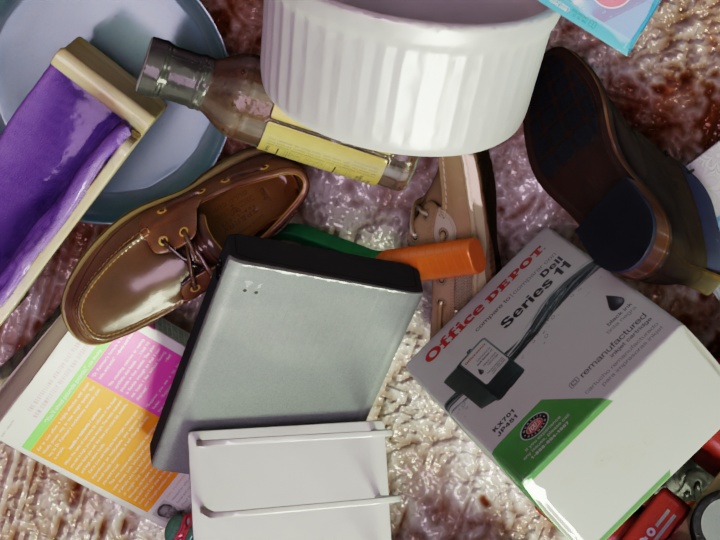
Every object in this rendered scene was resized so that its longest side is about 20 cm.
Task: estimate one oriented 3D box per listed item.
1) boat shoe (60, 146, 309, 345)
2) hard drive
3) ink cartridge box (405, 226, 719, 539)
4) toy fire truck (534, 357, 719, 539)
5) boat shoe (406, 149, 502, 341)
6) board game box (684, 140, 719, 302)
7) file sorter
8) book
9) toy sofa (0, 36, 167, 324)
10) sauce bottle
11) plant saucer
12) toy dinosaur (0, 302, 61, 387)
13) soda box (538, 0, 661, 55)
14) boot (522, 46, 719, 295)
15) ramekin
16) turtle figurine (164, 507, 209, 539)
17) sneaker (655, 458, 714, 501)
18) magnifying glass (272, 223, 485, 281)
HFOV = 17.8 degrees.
[{"bbox_3d":[-0.119,-0.019,1.585,0.200,0.067,0.072,-37,107,-17],"label":"boat shoe"},{"bbox_3d":[-0.054,0.069,1.596,0.139,0.033,0.201,10,129,-17],"label":"hard drive"},{"bbox_3d":[0.136,0.073,1.510,0.147,0.200,0.083,-45,119,-2],"label":"ink cartridge box"},{"bbox_3d":[0.185,0.126,1.555,0.200,0.129,0.176,38,81,11],"label":"toy fire truck"},{"bbox_3d":[0.062,-0.025,1.601,0.064,0.071,0.201,-5,107,10],"label":"boat shoe"},{"bbox_3d":[0.329,-0.029,1.543,0.200,0.043,0.200,-38,80,18],"label":"board game box"},{"bbox_3d":[-0.040,0.204,1.542,0.138,0.125,0.201,-3,85,-7],"label":"file sorter"},{"bbox_3d":[-0.149,0.107,1.660,0.199,0.048,0.134,33,109,-23],"label":"book"},{"bbox_3d":[-0.229,-0.058,1.600,0.083,0.098,0.200,38,110,-4],"label":"toy sofa"},{"bbox_3d":[-0.055,-0.112,1.581,0.199,0.065,0.065,19,109,-9],"label":"sauce bottle"},{"bbox_3d":[-0.185,-0.133,1.634,0.199,0.027,0.201,3,107,8],"label":"plant saucer"},{"bbox_3d":[-0.213,0.068,1.693,0.200,0.047,0.088,-37,97,24],"label":"toy dinosaur"},{"bbox_3d":[0.164,-0.200,1.461,0.068,0.200,0.064,30,110,0],"label":"soda box"},{"bbox_3d":[0.176,-0.062,1.547,0.097,0.201,0.075,23,126,-41],"label":"boot"},{"bbox_3d":[0.028,-0.153,1.506,0.199,0.201,0.098,12,116,6],"label":"ramekin"},{"bbox_3d":[-0.074,0.220,1.664,0.199,0.101,0.150,27,96,-10],"label":"turtle figurine"},{"bbox_3d":[0.234,0.143,1.628,0.104,0.060,0.201,25,104,5],"label":"sneaker"},{"bbox_3d":[0.000,0.000,1.607,0.199,0.022,0.080,-7,108,38],"label":"magnifying glass"}]
